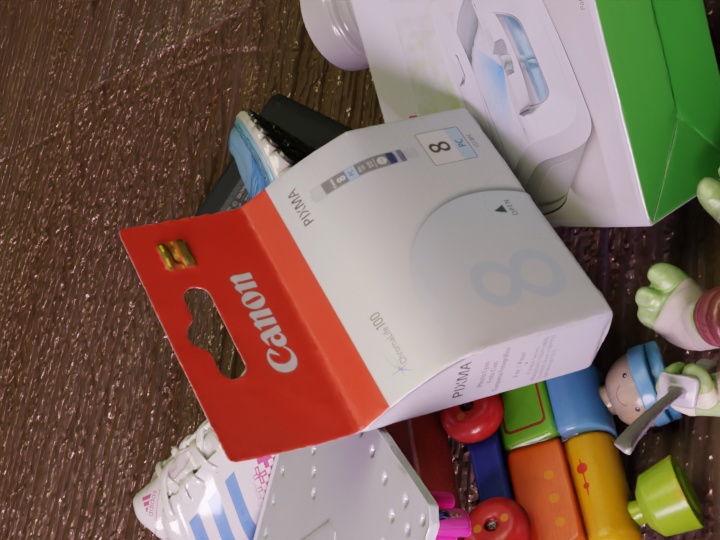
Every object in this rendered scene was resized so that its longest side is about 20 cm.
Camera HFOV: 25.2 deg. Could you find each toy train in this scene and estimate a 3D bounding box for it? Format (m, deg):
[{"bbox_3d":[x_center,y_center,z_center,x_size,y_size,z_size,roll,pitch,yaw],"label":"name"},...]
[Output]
[{"bbox_3d":[0.117,0.131,0.790,0.116,0.085,0.200,-23,50,16],"label":"toy train"}]

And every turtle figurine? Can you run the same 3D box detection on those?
[{"bbox_3d":[0.180,-0.008,0.734,0.194,0.200,0.144,-153,63,-75],"label":"turtle figurine"}]

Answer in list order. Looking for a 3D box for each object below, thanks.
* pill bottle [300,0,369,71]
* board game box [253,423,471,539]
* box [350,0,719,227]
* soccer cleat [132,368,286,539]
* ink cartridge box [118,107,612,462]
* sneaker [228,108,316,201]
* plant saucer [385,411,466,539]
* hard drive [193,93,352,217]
[{"bbox_3d":[0.058,-0.194,1.041,0.200,0.112,0.112,-14,55,40],"label":"pill bottle"},{"bbox_3d":[-0.012,0.162,0.819,0.200,0.026,0.200,-129,51,-62],"label":"board game box"},{"bbox_3d":[0.094,-0.132,0.888,0.176,0.200,0.097,1,24,46],"label":"box"},{"bbox_3d":[-0.082,0.119,0.937,0.070,0.086,0.200,-115,40,-57],"label":"soccer cleat"},{"bbox_3d":[0.000,0.000,0.801,0.160,0.200,0.047,59,151,36],"label":"ink cartridge box"},{"bbox_3d":[-0.055,-0.027,1.022,0.090,0.078,0.200,-47,39,18],"label":"sneaker"},{"bbox_3d":[0.001,0.127,0.888,0.200,0.037,0.200,119,151,-42],"label":"plant saucer"},{"bbox_3d":[-0.037,-0.034,1.095,0.140,0.033,0.200,-57,38,-1],"label":"hard drive"}]
